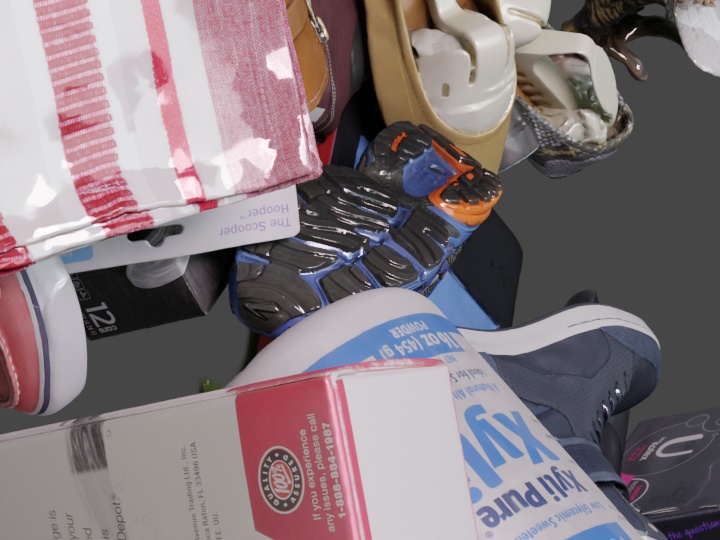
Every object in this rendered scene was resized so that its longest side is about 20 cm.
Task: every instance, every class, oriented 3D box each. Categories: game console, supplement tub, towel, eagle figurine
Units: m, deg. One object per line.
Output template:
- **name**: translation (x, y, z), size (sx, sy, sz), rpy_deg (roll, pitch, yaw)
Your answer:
- **game console**: translation (0.019, 0.026, 1.368), size (0.177, 0.031, 0.201), rpy_deg (43, 46, -40)
- **supplement tub**: translation (0.035, 0.117, 1.130), size (0.200, 0.132, 0.132), rpy_deg (47, 25, 23)
- **towel**: translation (-0.110, -0.077, 1.032), size (0.199, 0.023, 0.145), rpy_deg (-18, 101, -30)
- **eagle figurine**: translation (0.134, -0.190, 1.510), size (0.150, 0.200, 0.152), rpy_deg (-12, 49, -21)

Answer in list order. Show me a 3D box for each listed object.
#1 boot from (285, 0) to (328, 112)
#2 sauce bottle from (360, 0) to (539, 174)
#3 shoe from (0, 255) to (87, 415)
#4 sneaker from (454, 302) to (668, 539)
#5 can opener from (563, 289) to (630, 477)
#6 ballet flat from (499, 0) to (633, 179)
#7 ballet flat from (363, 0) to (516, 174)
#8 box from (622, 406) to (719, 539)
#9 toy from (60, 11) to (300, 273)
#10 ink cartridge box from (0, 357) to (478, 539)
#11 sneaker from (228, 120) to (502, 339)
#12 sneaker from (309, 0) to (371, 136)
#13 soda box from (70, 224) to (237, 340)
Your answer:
- **boot**: translation (-0.061, -0.148, 1.215), size (0.156, 0.077, 0.200), rpy_deg (60, 5, -19)
- **sauce bottle**: translation (0.023, -0.138, 1.376), size (0.200, 0.065, 0.065), rpy_deg (61, 36, -10)
- **shoe**: translation (-0.170, -0.014, 1.069), size (0.091, 0.071, 0.201), rpy_deg (-36, 128, -27)
- **sneaker**: translation (0.098, 0.090, 1.317), size (0.202, 0.077, 0.146), rpy_deg (-7, 49, -49)
- **can opener**: translation (0.110, 0.086, 1.459), size (0.063, 0.078, 0.200), rpy_deg (51, 31, -22)
- **ballet flat**: translation (0.076, -0.116, 1.467), size (0.200, 0.072, 0.072), rpy_deg (42, 47, -42)
- **ballet flat**: translation (0.035, -0.120, 1.306), size (0.069, 0.063, 0.201), rpy_deg (-27, 112, -29)
- **box**: translation (0.200, 0.182, 1.518), size (0.122, 0.106, 0.201), rpy_deg (-45, 117, -52)
- **toy**: translation (-0.084, -0.094, 1.094), size (0.047, 0.115, 0.201), rpy_deg (-132, -146, -70)
- **ink cartridge box**: translation (-0.057, 0.119, 1.063), size (0.085, 0.199, 0.146), rpy_deg (-5, 84, -57)
- **sneaker**: translation (0.000, 0.000, 1.235), size (0.200, 0.075, 0.079), rpy_deg (-26, 146, -62)
- **sneaker**: translation (-0.037, -0.152, 1.322), size (0.115, 0.075, 0.201), rpy_deg (20, 66, -66)
- **soda box**: translation (-0.117, -0.074, 1.165), size (0.200, 0.063, 0.071), rpy_deg (61, 36, -23)
